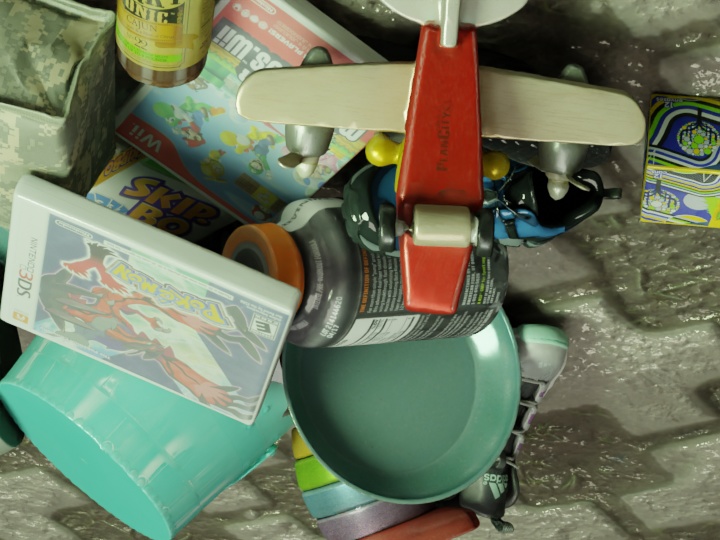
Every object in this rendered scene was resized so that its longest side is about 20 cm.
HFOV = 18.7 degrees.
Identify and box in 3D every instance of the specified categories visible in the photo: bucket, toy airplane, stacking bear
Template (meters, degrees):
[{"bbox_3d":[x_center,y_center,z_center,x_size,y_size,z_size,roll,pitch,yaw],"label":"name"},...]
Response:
[{"bbox_3d":[-0.167,0.099,1.662,0.207,0.135,0.207,37,160,16],"label":"bucket"},{"bbox_3d":[0.050,-0.099,1.390,0.200,0.199,0.141,47,176,3],"label":"toy airplane"},{"bbox_3d":[-0.003,0.128,1.718,0.113,0.201,0.121,-18,177,-21],"label":"stacking bear"}]

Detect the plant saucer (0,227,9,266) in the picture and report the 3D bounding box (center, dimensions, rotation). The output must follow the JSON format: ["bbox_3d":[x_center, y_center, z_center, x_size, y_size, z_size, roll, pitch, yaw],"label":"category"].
[{"bbox_3d":[-0.253,-0.006,1.715,0.070,0.019,0.200,8,158,31],"label":"plant saucer"}]

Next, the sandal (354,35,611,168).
[{"bbox_3d":[0.078,-0.124,1.471,0.200,0.048,0.075,19,146,8],"label":"sandal"}]

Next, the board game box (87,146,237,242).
[{"bbox_3d":[-0.162,-0.050,1.653,0.095,0.030,0.200,32,138,-32],"label":"board game box"}]

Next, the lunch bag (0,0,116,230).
[{"bbox_3d":[-0.272,-0.121,1.476,0.199,0.118,0.164,17,148,5],"label":"lunch bag"}]

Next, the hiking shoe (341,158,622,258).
[{"bbox_3d":[0.079,-0.054,1.500,0.199,0.075,0.087,-5,170,-37],"label":"hiking shoe"}]

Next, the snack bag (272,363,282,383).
[{"bbox_3d":[0.003,0.072,1.807,0.199,0.021,0.189,9,148,-1],"label":"snack bag"}]

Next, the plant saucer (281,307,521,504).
[{"bbox_3d":[0.027,0.078,1.660,0.199,0.201,0.036,21,162,-20],"label":"plant saucer"}]

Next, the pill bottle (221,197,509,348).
[{"bbox_3d":[0.000,0.000,1.549,0.199,0.107,0.106,-3,158,-38],"label":"pill bottle"}]

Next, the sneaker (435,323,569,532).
[{"bbox_3d":[0.112,0.140,1.748,0.077,0.140,0.200,10,144,-24],"label":"sneaker"}]

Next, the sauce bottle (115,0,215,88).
[{"bbox_3d":[-0.119,-0.202,1.366,0.064,0.065,0.200,9,140,-1],"label":"sauce bottle"}]

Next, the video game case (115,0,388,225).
[{"bbox_3d":[-0.070,-0.112,1.500,0.143,0.017,0.200,35,138,-14],"label":"video game case"}]

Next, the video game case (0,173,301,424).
[{"bbox_3d":[-0.148,0.024,1.492,0.199,0.023,0.182,23,149,0],"label":"video game case"}]

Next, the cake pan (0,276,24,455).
[{"bbox_3d":[-0.303,0.057,1.699,0.037,0.201,0.201,-13,145,4],"label":"cake pan"}]

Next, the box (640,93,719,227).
[{"bbox_3d":[0.292,-0.068,1.484,0.199,0.065,0.070,4,148,5],"label":"box"}]

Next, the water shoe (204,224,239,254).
[{"bbox_3d":[-0.105,0.007,1.688,0.071,0.079,0.200,37,164,-28],"label":"water shoe"}]
